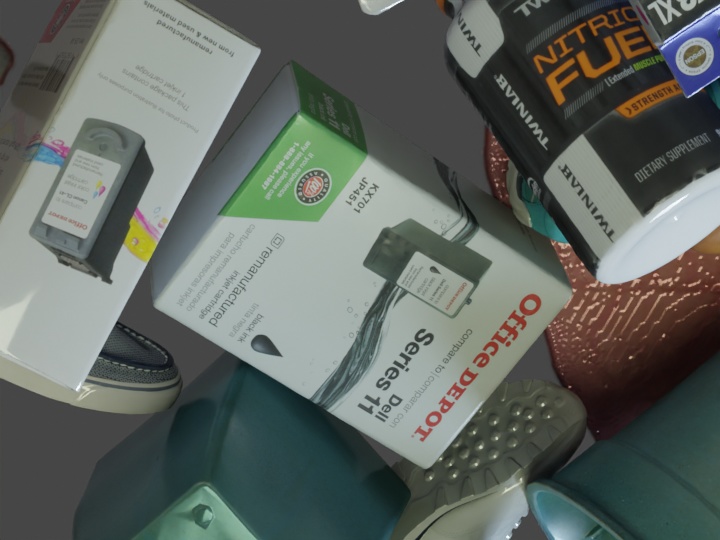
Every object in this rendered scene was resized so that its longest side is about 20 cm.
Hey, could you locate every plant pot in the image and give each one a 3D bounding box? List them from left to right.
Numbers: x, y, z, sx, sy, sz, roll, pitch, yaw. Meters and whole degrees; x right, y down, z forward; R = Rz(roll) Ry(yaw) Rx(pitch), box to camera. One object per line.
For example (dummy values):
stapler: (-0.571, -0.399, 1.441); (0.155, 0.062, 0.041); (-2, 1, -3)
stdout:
plant pot: (-0.074, 0.149, 1.249); (0.141, 0.200, 0.141); (-41, 96, 12)
plant pot: (0.234, 0.132, 1.298); (0.196, 0.200, 0.200); (-43, 115, -12)

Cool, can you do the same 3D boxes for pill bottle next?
pill bottle: (0.114, -0.100, 1.187); (0.106, 0.106, 0.200); (-38, 72, 10)

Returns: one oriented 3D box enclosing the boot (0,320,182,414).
boot: (-0.183, 0.013, 1.261); (0.199, 0.073, 0.091); (18, 109, -18)

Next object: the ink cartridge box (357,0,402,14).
ink cartridge box: (0.062, -0.217, 1.026); (0.200, 0.068, 0.115); (-28, 115, 1)

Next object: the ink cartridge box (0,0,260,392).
ink cartridge box: (-0.148, -0.051, 1.162); (0.085, 0.148, 0.200); (28, 88, -20)

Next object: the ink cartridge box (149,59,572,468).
ink cartridge box: (0.000, 0.000, 1.273); (0.200, 0.083, 0.147); (32, 108, -20)

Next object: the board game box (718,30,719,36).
board game box: (0.209, -0.174, 1.185); (0.157, 0.200, 0.039); (13, 76, 12)

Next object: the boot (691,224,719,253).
boot: (0.281, 0.009, 1.231); (0.199, 0.156, 0.077); (-8, 161, -20)

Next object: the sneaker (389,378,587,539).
sneaker: (0.065, 0.145, 1.364); (0.200, 0.076, 0.080); (-39, 126, 15)

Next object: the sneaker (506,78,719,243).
sneaker: (0.183, -0.061, 1.267); (0.199, 0.080, 0.078); (-21, 117, -6)

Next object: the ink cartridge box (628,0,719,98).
ink cartridge box: (0.147, -0.175, 1.007); (0.095, 0.037, 0.200); (-33, 120, 4)
